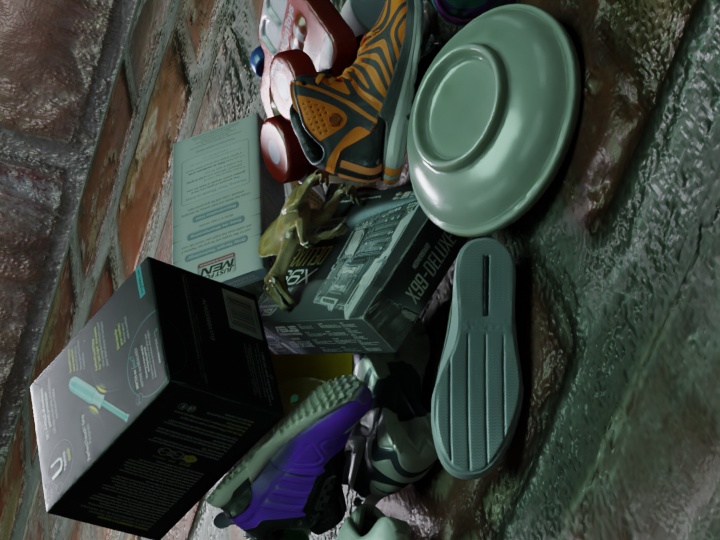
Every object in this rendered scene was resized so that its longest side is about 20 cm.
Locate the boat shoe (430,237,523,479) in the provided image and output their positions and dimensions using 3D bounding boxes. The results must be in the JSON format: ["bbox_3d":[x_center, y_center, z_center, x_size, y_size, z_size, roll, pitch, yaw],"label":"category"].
[{"bbox_3d":[0.098,0.074,1.431,0.062,0.071,0.202,81,-164,-67],"label":"boat shoe"}]

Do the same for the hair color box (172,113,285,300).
[{"bbox_3d":[-0.128,-0.050,1.747,0.098,0.061,0.201,-18,49,16],"label":"hair color box"}]

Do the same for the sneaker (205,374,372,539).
[{"bbox_3d":[-0.040,0.174,1.561,0.200,0.100,0.070,-42,4,33],"label":"sneaker"}]

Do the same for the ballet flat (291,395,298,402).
[{"bbox_3d":[-0.084,0.139,1.934,0.071,0.069,0.201,-86,14,-62],"label":"ballet flat"}]

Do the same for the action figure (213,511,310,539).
[{"bbox_3d":[-0.079,0.269,1.712,0.119,0.054,0.200,65,-171,25],"label":"action figure"}]

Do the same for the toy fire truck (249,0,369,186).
[{"bbox_3d":[-0.053,-0.189,1.727,0.168,0.111,0.201,58,151,33],"label":"toy fire truck"}]

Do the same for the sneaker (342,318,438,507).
[{"bbox_3d":[0.008,0.127,1.620,0.130,0.079,0.200,-51,40,38],"label":"sneaker"}]

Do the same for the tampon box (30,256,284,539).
[{"bbox_3d":[-0.186,0.118,1.599,0.200,0.126,0.151,-45,42,30],"label":"tampon box"}]

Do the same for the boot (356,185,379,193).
[{"bbox_3d":[-0.015,0.015,1.779,0.166,0.072,0.202,-143,70,-73],"label":"boot"}]

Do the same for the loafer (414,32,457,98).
[{"bbox_3d":[0.073,-0.184,1.655,0.200,0.062,0.072,-126,49,-67],"label":"loafer"}]

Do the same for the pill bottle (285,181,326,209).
[{"bbox_3d":[-0.085,-0.036,1.960,0.201,0.113,0.115,-104,31,-54],"label":"pill bottle"}]

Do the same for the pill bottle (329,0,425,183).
[{"bbox_3d":[-0.009,-0.194,1.834,0.200,0.112,0.113,121,154,-44],"label":"pill bottle"}]

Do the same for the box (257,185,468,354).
[{"bbox_3d":[0.000,0.000,1.603,0.199,0.050,0.158,-4,47,56],"label":"box"}]

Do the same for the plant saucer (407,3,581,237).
[{"bbox_3d":[0.095,-0.130,1.475,0.199,0.050,0.202,-24,58,45],"label":"plant saucer"}]

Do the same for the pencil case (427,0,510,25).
[{"bbox_3d":[0.085,-0.301,1.662,0.200,0.084,0.093,-112,41,-59],"label":"pencil case"}]

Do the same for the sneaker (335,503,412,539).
[{"bbox_3d":[-0.001,0.259,1.574,0.200,0.077,0.100,-25,57,57],"label":"sneaker"}]

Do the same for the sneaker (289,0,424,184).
[{"bbox_3d":[-0.005,-0.178,1.595,0.078,0.111,0.202,101,178,-67],"label":"sneaker"}]

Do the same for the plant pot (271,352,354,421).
[{"bbox_3d":[-0.080,0.128,1.751,0.142,0.198,0.202,58,-148,-59],"label":"plant pot"}]

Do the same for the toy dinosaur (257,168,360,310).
[{"bbox_3d":[-0.056,-0.052,1.642,0.101,0.058,0.201,-33,27,27],"label":"toy dinosaur"}]
